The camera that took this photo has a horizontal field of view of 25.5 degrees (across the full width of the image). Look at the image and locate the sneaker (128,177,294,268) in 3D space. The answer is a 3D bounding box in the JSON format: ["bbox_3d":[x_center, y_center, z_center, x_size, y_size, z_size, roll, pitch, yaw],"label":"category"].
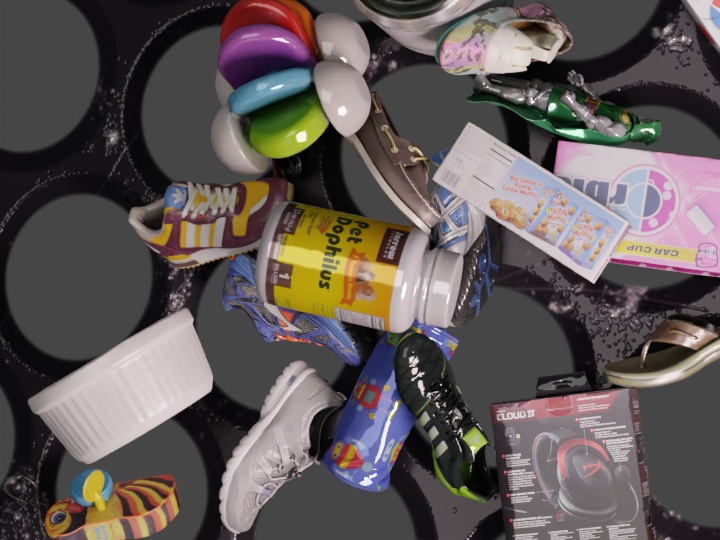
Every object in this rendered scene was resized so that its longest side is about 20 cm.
[{"bbox_3d":[-0.164,-0.062,1.723,0.199,0.090,0.075,-22,46,34],"label":"sneaker"}]

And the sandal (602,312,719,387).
[{"bbox_3d":[0.337,0.066,1.607,0.200,0.080,0.058,-22,98,4],"label":"sandal"}]

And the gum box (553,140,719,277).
[{"bbox_3d":[0.297,-0.062,1.634,0.199,0.066,0.114,8,87,17],"label":"gum box"}]

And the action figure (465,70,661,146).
[{"bbox_3d":[0.216,-0.172,1.655,0.199,0.118,0.055,19,118,7],"label":"action figure"}]

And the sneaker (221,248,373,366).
[{"bbox_3d":[-0.071,0.051,1.740,0.200,0.075,0.079,33,104,24],"label":"sneaker"}]

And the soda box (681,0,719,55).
[{"bbox_3d":[0.401,-0.231,1.619,0.068,0.064,0.200,-34,77,11],"label":"soda box"}]

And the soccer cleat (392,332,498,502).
[{"bbox_3d":[0.092,0.151,1.632,0.067,0.201,0.081,-36,30,-25],"label":"soccer cleat"}]

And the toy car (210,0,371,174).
[{"bbox_3d":[-0.090,-0.212,1.690,0.174,0.150,0.201,-20,42,18],"label":"toy car"}]

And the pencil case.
[{"bbox_3d":[0.032,0.140,1.692,0.078,0.087,0.201,27,93,42],"label":"pencil case"}]

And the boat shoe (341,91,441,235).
[{"bbox_3d":[0.037,-0.117,1.688,0.059,0.072,0.200,-37,49,4],"label":"boat shoe"}]

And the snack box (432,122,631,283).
[{"bbox_3d":[0.174,-0.070,1.624,0.200,0.024,0.072,34,93,18],"label":"snack box"}]

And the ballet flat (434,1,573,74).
[{"bbox_3d":[0.158,-0.232,1.625,0.071,0.200,0.069,33,121,26],"label":"ballet flat"}]

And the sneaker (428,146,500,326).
[{"bbox_3d":[0.105,-0.038,1.692,0.077,0.076,0.201,4,78,23],"label":"sneaker"}]

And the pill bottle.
[{"bbox_3d":[0.000,0.000,1.622,0.199,0.109,0.110,12,89,10],"label":"pill bottle"}]

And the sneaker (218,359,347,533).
[{"bbox_3d":[-0.086,0.200,1.723,0.082,0.075,0.201,28,93,18],"label":"sneaker"}]

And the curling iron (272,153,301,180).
[{"bbox_3d":[-0.076,-0.061,1.729,0.025,0.050,0.201,6,61,-22],"label":"curling iron"}]

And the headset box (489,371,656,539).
[{"bbox_3d":[0.219,0.206,1.634,0.148,0.075,0.201,-9,84,15],"label":"headset box"}]

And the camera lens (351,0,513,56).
[{"bbox_3d":[0.073,-0.313,1.649,0.159,0.200,0.161,-1,86,16],"label":"camera lens"}]

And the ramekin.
[{"bbox_3d":[-0.251,0.129,1.721,0.202,0.202,0.094,-31,92,12],"label":"ramekin"}]

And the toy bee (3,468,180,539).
[{"bbox_3d":[-0.302,0.284,1.764,0.199,0.109,0.131,-21,125,22],"label":"toy bee"}]
